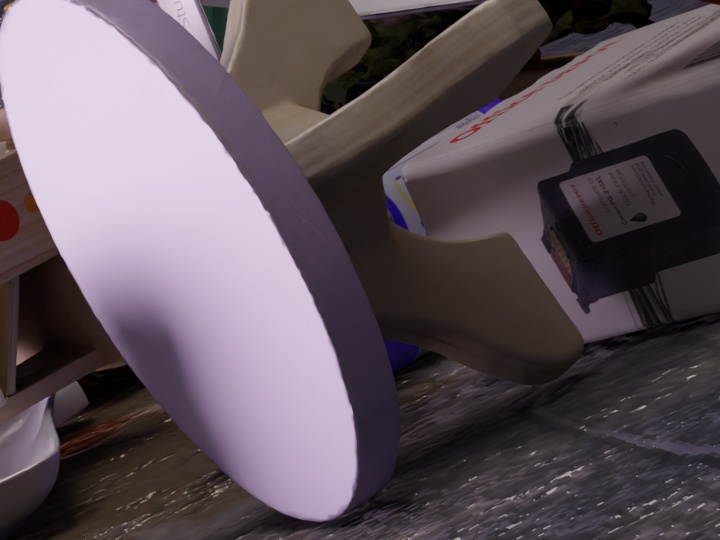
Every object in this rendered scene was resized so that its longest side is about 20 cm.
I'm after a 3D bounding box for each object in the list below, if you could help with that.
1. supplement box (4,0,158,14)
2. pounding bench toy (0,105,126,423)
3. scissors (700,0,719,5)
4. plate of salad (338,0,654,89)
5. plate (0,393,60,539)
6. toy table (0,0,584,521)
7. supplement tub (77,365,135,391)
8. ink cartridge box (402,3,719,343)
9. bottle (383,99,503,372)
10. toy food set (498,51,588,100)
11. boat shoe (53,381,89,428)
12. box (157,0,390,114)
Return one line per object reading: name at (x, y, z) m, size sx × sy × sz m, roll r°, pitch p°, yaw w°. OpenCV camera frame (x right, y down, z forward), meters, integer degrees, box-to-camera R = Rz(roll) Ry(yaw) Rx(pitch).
supplement box at (-0.055, -0.095, 1.349) m, size 0.133 × 0.201 × 0.197 m, roll -30°, pitch 10°, yaw -38°
pounding bench toy at (-0.223, -0.014, 1.096) m, size 0.156 × 0.201 × 0.124 m, roll -30°, pitch 11°, yaw -35°
scissors at (0.064, -0.106, 0.836) m, size 0.199 × 0.014 × 0.073 m, roll 7°, pitch 22°, yaw 18°
plate of salad at (0.056, -0.115, 1.140) m, size 0.199 × 0.048 × 0.200 m, roll -8°, pitch 5°, yaw 1°
plate at (-0.216, 0.117, 1.075) m, size 0.199 × 0.032 × 0.200 m, roll -26°, pitch 9°, yaw -4°
toy table at (-0.019, -0.026, 0.842) m, size 0.117 × 0.201 × 0.184 m, roll -26°, pitch -3°, yaw -34°
supplement tub at (-0.182, 0.021, 1.326) m, size 0.200 × 0.107 × 0.107 m, roll -18°, pitch 10°, yaw 41°
ink cartridge box at (0.137, -0.047, 0.887) m, size 0.200 × 0.085 × 0.145 m, roll -16°, pitch 12°, yaw 43°
bottle at (0.000, 0.000, 0.997) m, size 0.200 × 0.084 × 0.065 m, roll -30°, pitch 10°, yaw -39°
toy food set at (0.115, -0.079, 1.185) m, size 0.199 × 0.049 × 0.198 m, roll -6°, pitch 6°, yaw 18°
boat shoe at (-0.228, 0.082, 1.241) m, size 0.199 × 0.057 × 0.069 m, roll -21°, pitch 9°, yaw 24°
box at (-0.006, -0.130, 1.242) m, size 0.200 × 0.145 × 0.036 m, roll -31°, pitch 14°, yaw -36°
